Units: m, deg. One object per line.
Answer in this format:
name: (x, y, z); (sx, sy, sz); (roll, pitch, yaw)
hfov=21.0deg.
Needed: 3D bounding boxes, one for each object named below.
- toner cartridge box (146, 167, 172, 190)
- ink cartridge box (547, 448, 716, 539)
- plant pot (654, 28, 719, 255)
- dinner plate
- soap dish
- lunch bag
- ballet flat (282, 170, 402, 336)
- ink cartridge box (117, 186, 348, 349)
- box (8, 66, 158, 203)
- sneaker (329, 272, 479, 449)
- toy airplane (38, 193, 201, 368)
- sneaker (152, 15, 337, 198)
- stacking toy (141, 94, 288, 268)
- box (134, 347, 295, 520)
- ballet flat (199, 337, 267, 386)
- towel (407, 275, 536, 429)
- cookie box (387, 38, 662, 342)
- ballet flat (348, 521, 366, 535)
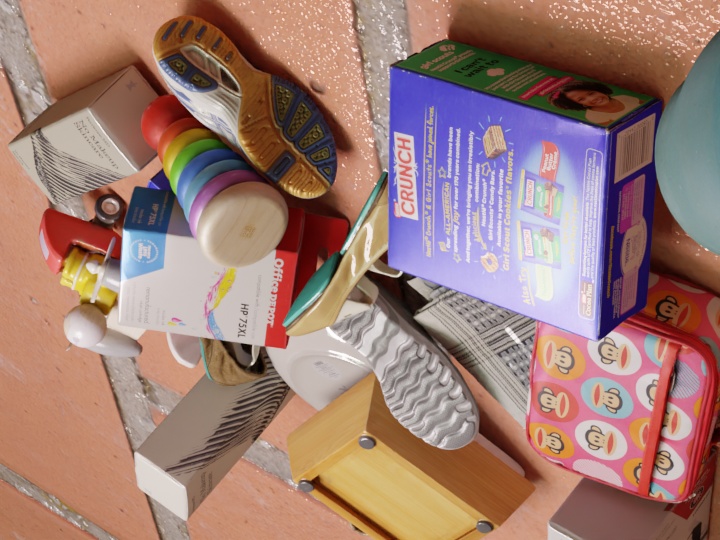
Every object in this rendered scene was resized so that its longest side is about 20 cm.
toner cartridge box: (-0.128, -0.015, 1.906); (0.200, 0.043, 0.095); (41, 152, 5)
ink cartridge box: (0.232, 0.242, 1.682); (0.083, 0.144, 0.201); (28, 148, 25)
plant pot: (0.276, -0.079, 1.176); (0.200, 0.200, 0.188); (47, 166, -7)
dinner plate: (-0.006, 0.113, 1.893); (0.199, 0.024, 0.201); (20, 149, 13)
soap dish: (0.042, 0.196, 1.859); (0.200, 0.082, 0.157); (37, 136, -16)
lunch bag: (0.225, 0.091, 1.545); (0.175, 0.082, 0.201); (19, 138, 18)
ballet flat: (0.000, 0.000, 1.686); (0.063, 0.069, 0.200); (31, 127, -6)
ink cartridge box: (-0.116, 0.001, 1.771); (0.198, 0.067, 0.117); (8, 128, 0)
box: (-0.259, -0.128, 1.882); (0.082, 0.068, 0.200); (51, 151, -14)
sneaker: (0.045, 0.071, 1.768); (0.075, 0.082, 0.200); (-40, 84, 25)
toy airplane: (-0.244, 0.035, 2.018); (0.198, 0.141, 0.201); (16, 141, 40)
sneaker: (-0.098, -0.141, 1.695); (0.200, 0.075, 0.088); (46, 169, -1)
stacking toy: (-0.139, -0.093, 1.725); (0.200, 0.085, 0.086); (54, 164, 42)
box: (-0.141, 0.150, 1.975); (0.068, 0.200, 0.082); (32, 152, 16)
ballet flat: (-0.134, 0.037, 1.881); (0.072, 0.068, 0.201); (2, 132, 23)
towel: (0.139, 0.059, 1.673); (0.200, 0.035, 0.192); (49, 151, -8)
cookie box: (0.117, -0.063, 1.448); (0.199, 0.075, 0.172); (21, 123, 35)
ballet flat: (0.038, 0.233, 1.997); (0.068, 0.067, 0.200); (40, 151, 1)
